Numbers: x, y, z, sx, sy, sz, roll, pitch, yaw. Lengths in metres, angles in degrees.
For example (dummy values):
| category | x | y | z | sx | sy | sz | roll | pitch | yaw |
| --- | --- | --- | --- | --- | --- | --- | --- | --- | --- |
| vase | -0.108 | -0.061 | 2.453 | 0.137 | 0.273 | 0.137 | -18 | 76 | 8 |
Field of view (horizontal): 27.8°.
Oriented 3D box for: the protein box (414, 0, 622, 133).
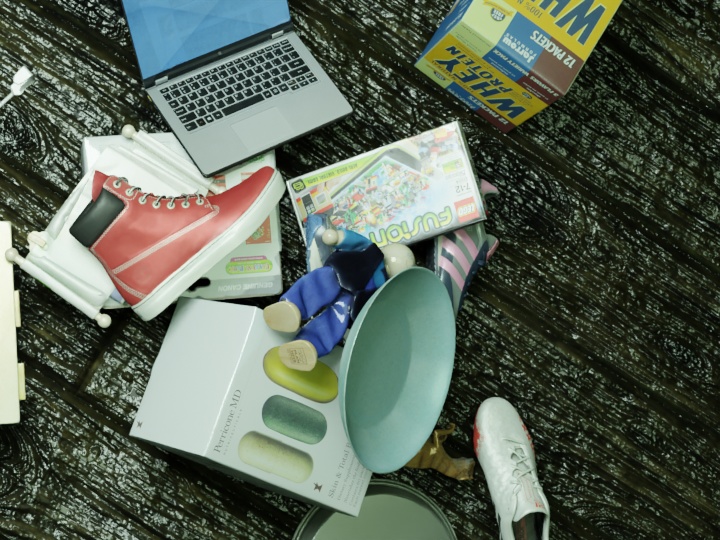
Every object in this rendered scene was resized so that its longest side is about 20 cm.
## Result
| category | x | y | z | sx | sy | sz | roll | pitch | yaw |
| --- | --- | --- | --- | --- | --- | --- | --- | --- | --- |
| protein box | 0.184 | -0.286 | 1.582 | 0.134 | 0.198 | 0.201 | 34 | 78 | -7 |

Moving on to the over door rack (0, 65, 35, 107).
| category | x | y | z | sx | sy | sz | roll | pitch | yaw |
| --- | --- | --- | --- | --- | --- | --- | --- | --- | --- |
| over door rack | -0.442 | -0.184 | 1.479 | 0.200 | 0.067 | 0.148 | -43 | 94 | 7 |

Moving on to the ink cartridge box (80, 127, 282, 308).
| category | x | y | z | sx | sy | sz | roll | pitch | yaw |
| --- | --- | --- | --- | --- | --- | --- | --- | --- | --- |
| ink cartridge box | -0.188 | -0.052 | 1.525 | 0.198 | 0.084 | 0.178 | -4 | 86 | -14 |

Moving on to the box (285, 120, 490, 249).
| category | x | y | z | sx | sy | sz | roll | pitch | yaw |
| --- | --- | --- | --- | --- | --- | --- | --- | --- | --- |
| box | 0.030 | -0.076 | 1.562 | 0.198 | 0.035 | 0.111 | -19 | 87 | 12 |

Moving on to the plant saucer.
| category | x | y | z | sx | sy | sz | roll | pitch | yaw |
| --- | --- | --- | --- | --- | --- | --- | --- | --- | --- |
| plant saucer | 0.027 | 0.094 | 1.407 | 0.200 | 0.038 | 0.203 | -22 | 117 | -52 |

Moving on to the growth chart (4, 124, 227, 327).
| category | x | y | z | sx | sy | sz | roll | pitch | yaw |
| --- | --- | --- | --- | --- | --- | --- | --- | --- | --- |
| growth chart | -0.238 | -0.043 | 1.461 | 0.145 | 0.018 | 0.200 | 41 | 78 | -8 |

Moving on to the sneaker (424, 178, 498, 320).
| category | x | y | z | sx | sy | sz | roll | pitch | yaw |
| --- | --- | --- | --- | --- | --- | --- | --- | --- | --- |
| sneaker | 0.113 | -0.009 | 1.599 | 0.081 | 0.070 | 0.203 | 5 | 84 | -9 |

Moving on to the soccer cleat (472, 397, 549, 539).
| category | x | y | z | sx | sy | sz | roll | pitch | yaw |
| --- | --- | --- | --- | --- | --- | --- | --- | --- | --- |
| soccer cleat | 0.171 | 0.237 | 1.577 | 0.068 | 0.085 | 0.202 | -9 | 86 | -14 |

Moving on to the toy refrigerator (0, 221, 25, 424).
| category | x | y | z | sx | sy | sz | roll | pitch | yaw |
| --- | --- | --- | --- | --- | --- | --- | --- | --- | --- |
| toy refrigerator | -0.378 | 0.055 | 1.472 | 0.069 | 0.076 | 0.203 | -2 | 83 | -14 |

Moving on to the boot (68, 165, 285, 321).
| category | x | y | z | sx | sy | sz | roll | pitch | yaw |
| --- | --- | --- | --- | --- | --- | --- | --- | --- | --- |
| boot | -0.182 | -0.069 | 1.429 | 0.200 | 0.072 | 0.145 | -40 | 101 | -9 |

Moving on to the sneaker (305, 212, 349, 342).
| category | x | y | z | sx | sy | sz | roll | pitch | yaw |
| --- | --- | --- | --- | --- | --- | --- | --- | --- | --- |
| sneaker | 0.000 | 0.000 | 1.513 | 0.084 | 0.201 | 0.078 | -13 | 53 | 13 |

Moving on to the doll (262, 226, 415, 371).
| category | x | y | z | sx | sy | sz | roll | pitch | yaw |
| --- | --- | --- | --- | --- | --- | --- | --- | --- | --- |
| doll | -0.011 | 0.027 | 1.413 | 0.200 | 0.048 | 0.138 | -37 | 110 | -47 |

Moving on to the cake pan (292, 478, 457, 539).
| category | x | y | z | sx | sy | sz | roll | pitch | yaw |
| --- | --- | --- | --- | --- | --- | --- | --- | --- | --- |
| cake pan | 0.020 | 0.325 | 1.556 | 0.198 | 0.037 | 0.203 | 2 | 83 | -14 |

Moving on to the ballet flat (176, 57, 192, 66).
| category | x | y | z | sx | sy | sz | roll | pitch | yaw |
| --- | --- | --- | --- | --- | --- | --- | --- | --- | --- |
| ballet flat | -0.163 | -0.291 | 1.567 | 0.075 | 0.064 | 0.202 | 21 | 79 | -1 |

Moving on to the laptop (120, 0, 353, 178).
| category | x | y | z | sx | sy | sz | roll | pitch | yaw |
| --- | --- | --- | --- | --- | --- | --- | --- | --- | --- |
| laptop | -0.127 | -0.232 | 1.491 | 0.186 | 0.116 | 0.201 | -26 | 65 | -24 |

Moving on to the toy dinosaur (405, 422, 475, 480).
| category | x | y | z | sx | sy | sz | roll | pitch | yaw |
| --- | --- | --- | --- | --- | --- | --- | --- | --- | --- |
| toy dinosaur | 0.039 | 0.184 | 1.564 | 0.198 | 0.060 | 0.108 | 10 | 82 | -12 |

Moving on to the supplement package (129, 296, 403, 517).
| category | x | y | z | sx | sy | sz | roll | pitch | yaw |
| --- | --- | --- | --- | --- | --- | --- | --- | --- | --- |
| supplement package | -0.093 | 0.136 | 1.457 | 0.199 | 0.150 | 0.153 | 27 | 77 | -35 |
